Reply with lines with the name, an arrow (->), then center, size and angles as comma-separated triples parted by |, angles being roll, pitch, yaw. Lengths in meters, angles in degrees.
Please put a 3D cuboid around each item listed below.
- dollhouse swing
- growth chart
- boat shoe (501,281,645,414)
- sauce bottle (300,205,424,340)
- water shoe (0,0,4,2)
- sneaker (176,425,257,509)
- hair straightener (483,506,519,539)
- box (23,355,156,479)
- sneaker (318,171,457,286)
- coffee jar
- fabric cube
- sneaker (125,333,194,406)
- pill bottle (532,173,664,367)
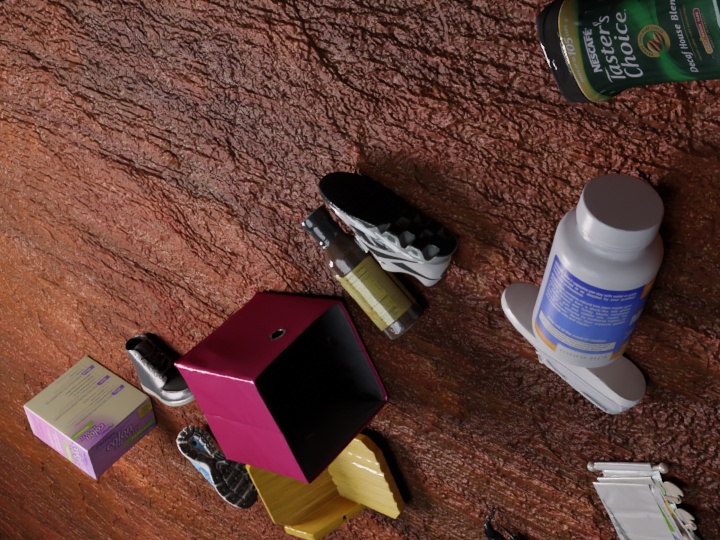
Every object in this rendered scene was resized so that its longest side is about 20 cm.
dollhouse swing -> -0.058, 0.355, 1.788 | 0.176, 0.181, 0.201 | 31, 147, 58
growth chart -> 0.371, 0.319, 1.399 | 0.144, 0.018, 0.201 | 0, 123, 47
boat shoe -> 0.242, 0.094, 1.283 | 0.199, 0.072, 0.069 | 35, 144, 3
sauce bottle -> 0.000, 0.000, 1.455 | 0.200, 0.065, 0.065 | 50, 146, 0
water shoe -> -0.475, -0.423, 1.545 | 0.200, 0.079, 0.072 | -14, 114, 52
sneaker -> -0.277, 0.388, 2.154 | 0.200, 0.078, 0.090 | 46, 165, 10
hair straightener -> 0.249, 0.441, 1.644 | 0.077, 0.041, 0.201 | -12, 110, 52
box -> -0.561, 0.303, 2.271 | 0.199, 0.176, 0.097 | 26, 140, 28
sneaker -> 0.023, -0.046, 1.372 | 0.200, 0.074, 0.089 | 36, 142, 18
coffee jar -> 0.251, -0.209, 0.950 | 0.199, 0.085, 0.105 | -3, 122, 49
fabric cube -> -0.116, 0.167, 1.630 | 0.199, 0.196, 0.201 | 5, 129, 47
sneaker -> -0.370, 0.185, 2.031 | 0.199, 0.075, 0.107 | 6, 130, 46
pill bottle -> 0.250, 0.000, 1.134 | 0.112, 0.112, 0.201 | 33, 143, 21
